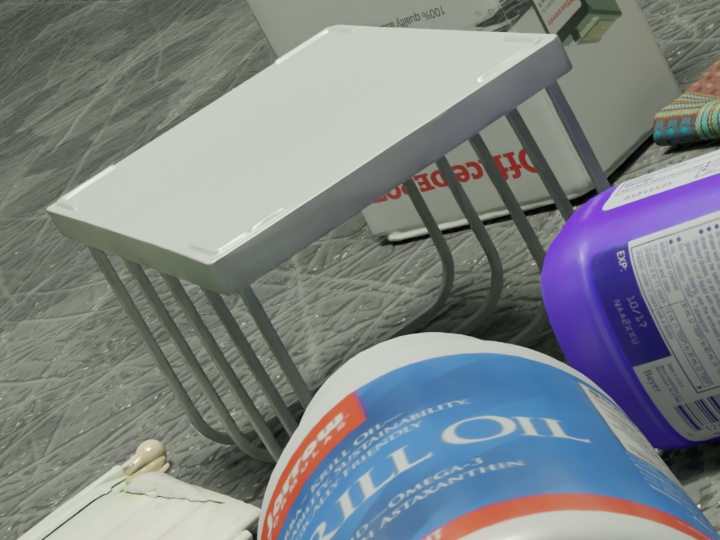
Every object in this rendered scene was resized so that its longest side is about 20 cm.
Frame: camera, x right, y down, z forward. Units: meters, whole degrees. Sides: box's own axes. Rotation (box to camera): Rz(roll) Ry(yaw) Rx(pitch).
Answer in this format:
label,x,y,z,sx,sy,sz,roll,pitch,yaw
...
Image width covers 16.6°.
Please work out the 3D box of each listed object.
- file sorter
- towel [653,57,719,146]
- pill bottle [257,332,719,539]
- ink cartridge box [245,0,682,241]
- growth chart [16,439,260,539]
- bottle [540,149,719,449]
label,x,y,z,sx,sy,sz,roll,pitch,yaw
file sorter,0.000,0.000,0.887,0.139,0.125,0.200,-34,17,-15
towel,0.223,-0.105,0.986,0.147,0.022,0.200,-41,19,-32
pill bottle,0.032,0.082,0.616,0.112,0.112,0.200,-31,16,0
ink cartridge box,0.029,-0.126,1.076,0.146,0.200,0.084,-11,23,49
growth chart,-0.104,0.120,0.910,0.145,0.018,0.200,-36,17,-15
bottle,0.151,-0.007,0.714,0.200,0.084,0.065,-20,19,36
